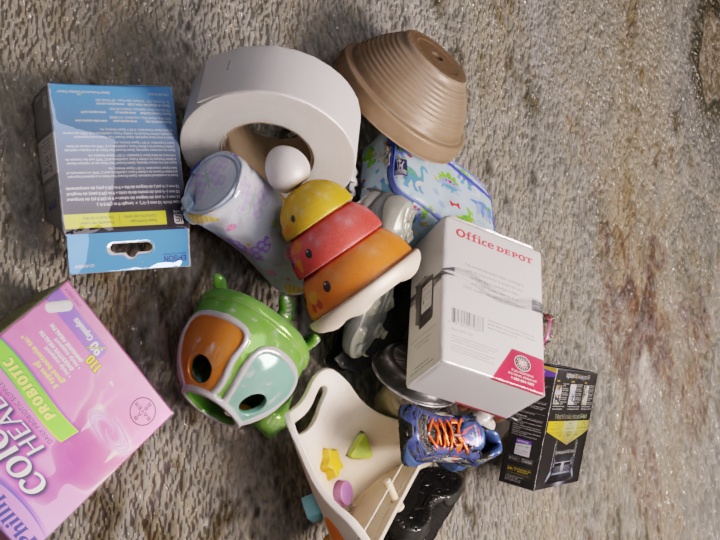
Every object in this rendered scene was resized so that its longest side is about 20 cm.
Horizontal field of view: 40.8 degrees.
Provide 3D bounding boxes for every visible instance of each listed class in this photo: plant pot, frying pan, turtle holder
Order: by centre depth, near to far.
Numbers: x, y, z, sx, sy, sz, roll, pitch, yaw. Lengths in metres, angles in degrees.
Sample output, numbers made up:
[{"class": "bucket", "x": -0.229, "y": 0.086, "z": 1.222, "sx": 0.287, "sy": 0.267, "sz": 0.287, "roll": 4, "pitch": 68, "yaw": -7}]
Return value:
[{"class": "turtle holder", "x": -0.135, "y": 0.106, "z": 1.081, "sx": 0.140, "sy": 0.186, "sz": 0.133, "roll": 25, "pitch": 64, "yaw": 6}, {"class": "frying pan", "x": 0.100, "y": 0.141, "z": 1.160, "sx": 0.189, "sy": 0.031, "sz": 0.115, "roll": 31, "pitch": 27, "yaw": 17}, {"class": "plant pot", "x": 0.072, "y": -0.239, "z": 1.239, "sx": 0.200, "sy": 0.093, "sz": 0.202, "roll": 33, "pitch": 29, "yaw": -21}]

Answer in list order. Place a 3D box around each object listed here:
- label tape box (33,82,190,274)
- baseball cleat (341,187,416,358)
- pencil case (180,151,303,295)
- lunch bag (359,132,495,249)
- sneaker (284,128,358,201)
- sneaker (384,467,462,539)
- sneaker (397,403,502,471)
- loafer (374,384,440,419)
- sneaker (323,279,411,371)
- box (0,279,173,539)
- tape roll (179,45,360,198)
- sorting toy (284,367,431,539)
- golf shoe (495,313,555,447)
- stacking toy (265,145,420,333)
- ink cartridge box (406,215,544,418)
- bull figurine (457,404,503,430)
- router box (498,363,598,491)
[{"class": "label tape box", "x": -0.269, "y": -0.097, "z": 1.053, "sx": 0.142, "sy": 0.066, "sz": 0.203, "roll": -5, "pitch": 87, "yaw": -35}, {"class": "baseball cleat", "x": 0.000, "y": 0.000, "z": 1.172, "sx": 0.070, "sy": 0.106, "sz": 0.202, "roll": 22, "pitch": 88, "yaw": -65}, {"class": "pencil case", "x": -0.115, "y": -0.049, "z": 1.104, "sx": 0.091, "sy": 0.083, "sz": 0.200, "roll": -52, "pitch": 136, "yaw": -3}, {"class": "lunch bag", "x": 0.090, "y": -0.093, "z": 1.270, "sx": 0.199, "sy": 0.082, "sz": 0.162, "roll": 35, "pitch": 36, "yaw": -26}, {"class": "sneaker", "x": -0.056, "y": -0.156, "z": 1.215, "sx": 0.090, "sy": 0.066, "sz": 0.203, "roll": 4, "pitch": 77, "yaw": -31}, {"class": "sneaker", "x": 0.065, "y": 0.328, "z": 1.204, "sx": 0.199, "sy": 0.060, "sz": 0.105, "roll": -28, "pitch": 136, "yaw": -61}, {"class": "sneaker", "x": 0.106, "y": 0.195, "z": 1.149, "sx": 0.199, "sy": 0.078, "sz": 0.076, "roll": 21, "pitch": 59, "yaw": -56}, {"class": "loafer", "x": 0.086, "y": 0.147, "z": 1.259, "sx": 0.199, "sy": 0.068, "sz": 0.077, "roll": -7, "pitch": 80, "yaw": -52}, {"class": "sneaker", "x": 0.030, "y": 0.052, "z": 1.238, "sx": 0.104, "sy": 0.060, "sz": 0.201, "roll": 36, "pitch": 67, "yaw": -30}, {"class": "box", "x": -0.322, "y": 0.142, "z": 0.952, "sx": 0.200, "sy": 0.096, "sz": 0.177, "roll": -44, "pitch": 107, "yaw": -31}, {"class": "tape roll", "x": -0.101, "y": -0.157, "z": 1.091, "sx": 0.201, "sy": 0.202, "sz": 0.071, "roll": 27, "pitch": 51, "yaw": -28}, {"class": "sorting toy", "x": -0.022, "y": 0.215, "z": 1.119, "sx": 0.181, "sy": 0.106, "sz": 0.200, "roll": 62, "pitch": 31, "yaw": -13}, {"class": "golf shoe", "x": 0.203, "y": 0.145, "z": 1.349, "sx": 0.091, "sy": 0.073, "sz": 0.202, "roll": 18, "pitch": 73, "yaw": 2}, {"class": "stacking toy", "x": -0.041, "y": -0.047, "z": 1.055, "sx": 0.146, "sy": 0.146, "sz": 0.201, "roll": -35, "pitch": 90, "yaw": -34}, {"class": "ink cartridge box", "x": 0.138, "y": 0.055, "z": 1.157, "sx": 0.144, "sy": 0.083, "sz": 0.202, "roll": 19, "pitch": 54, "yaw": -20}, {"class": "bull figurine", "x": 0.154, "y": 0.106, "z": 1.253, "sx": 0.121, "sy": 0.065, "sz": 0.202, "roll": -28, "pitch": 98, "yaw": -55}, {"class": "router box", "x": 0.258, "y": 0.207, "z": 1.306, "sx": 0.199, "sy": 0.052, "sz": 0.159, "roll": 16, "pitch": 86, "yaw": -60}]
